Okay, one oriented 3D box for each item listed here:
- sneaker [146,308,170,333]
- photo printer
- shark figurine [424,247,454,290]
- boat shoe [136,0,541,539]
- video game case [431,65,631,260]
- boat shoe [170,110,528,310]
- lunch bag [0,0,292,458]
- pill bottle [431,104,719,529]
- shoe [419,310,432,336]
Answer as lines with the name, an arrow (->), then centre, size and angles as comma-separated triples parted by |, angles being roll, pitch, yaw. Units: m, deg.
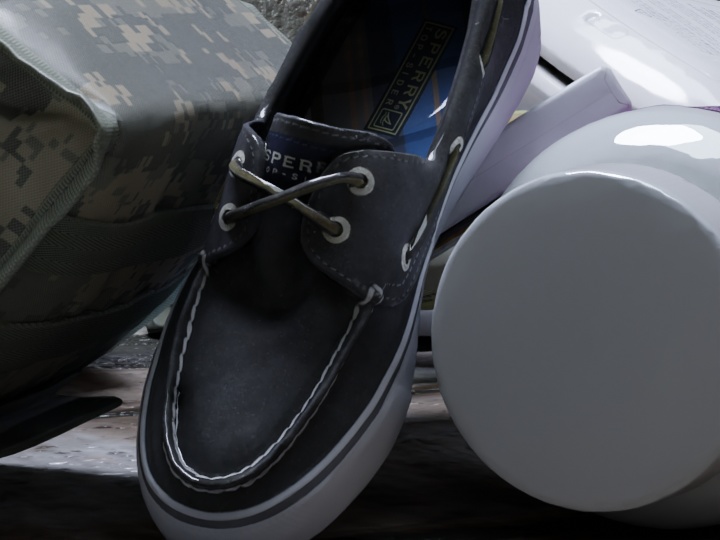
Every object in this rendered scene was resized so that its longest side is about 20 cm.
sneaker -> -0.079, -0.018, 1.179 | 0.077, 0.085, 0.200 | -1, 4, -11
photo printer -> 0.155, -0.076, 1.047 | 0.200, 0.069, 0.166 | 7, 26, -41
shark figurine -> 0.010, 0.005, 0.901 | 0.214, 0.090, 0.128 | 13, -11, -25
boat shoe -> -0.005, -0.022, 0.595 | 0.070, 0.200, 0.066 | 16, -30, 24
video game case -> 0.002, -0.002, 0.731 | 0.143, 0.017, 0.200 | -32, -2, -10
boat shoe -> 0.001, -0.015, 0.984 | 0.200, 0.073, 0.063 | -26, -22, 34
lunch bag -> -0.122, -0.004, 0.645 | 0.118, 0.200, 0.164 | 45, 20, 11
pill bottle -> 0.095, 0.010, 0.638 | 0.112, 0.112, 0.200 | 2, 4, 25
shoe -> 0.039, -0.018, 1.128 | 0.071, 0.091, 0.200 | 1, 5, 17
